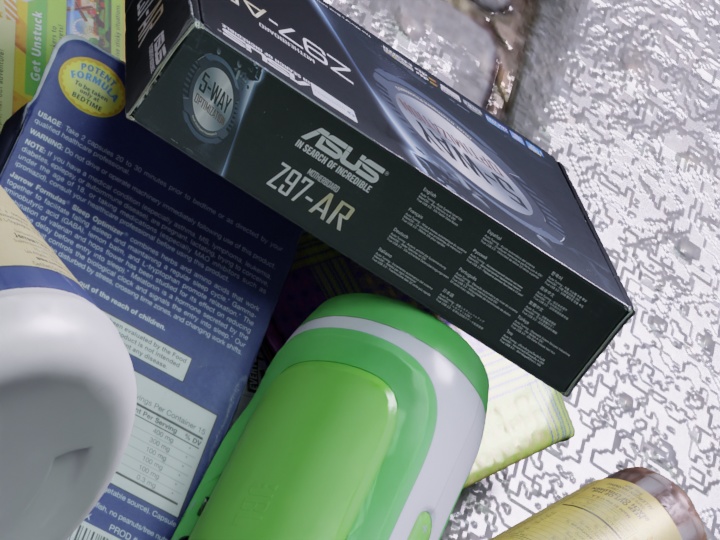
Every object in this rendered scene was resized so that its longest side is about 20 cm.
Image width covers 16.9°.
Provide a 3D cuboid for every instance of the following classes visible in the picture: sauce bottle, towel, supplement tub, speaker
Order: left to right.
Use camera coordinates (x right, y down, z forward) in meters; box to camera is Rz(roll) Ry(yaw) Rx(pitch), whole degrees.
[{"bbox_3d":[-0.179,0.007,0.774,0.144,0.145,0.200,-14,51,-42],"label":"supplement tub"},{"bbox_3d":[-0.023,0.107,0.854,0.088,0.088,0.201,35,57,-12],"label":"speaker"},{"bbox_3d":[0.000,0.000,0.995,0.143,0.023,0.201,-19,75,-44],"label":"towel"},{"bbox_3d":[0.057,0.138,0.946,0.199,0.065,0.065,-24,76,-43],"label":"sauce bottle"}]

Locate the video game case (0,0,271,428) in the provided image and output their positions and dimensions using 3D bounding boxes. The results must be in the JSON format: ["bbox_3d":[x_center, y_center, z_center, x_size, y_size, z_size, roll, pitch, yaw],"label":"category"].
[{"bbox_3d":[-0.100,-0.033,0.973,0.181,0.023,0.201,17,53,-28],"label":"video game case"}]

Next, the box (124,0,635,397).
[{"bbox_3d":[0.002,-0.049,0.929,0.199,0.044,0.160,33,16,-17],"label":"box"}]

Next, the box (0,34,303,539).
[{"bbox_3d":[-0.099,0.025,0.888,0.121,0.032,0.201,30,65,-18],"label":"box"}]
